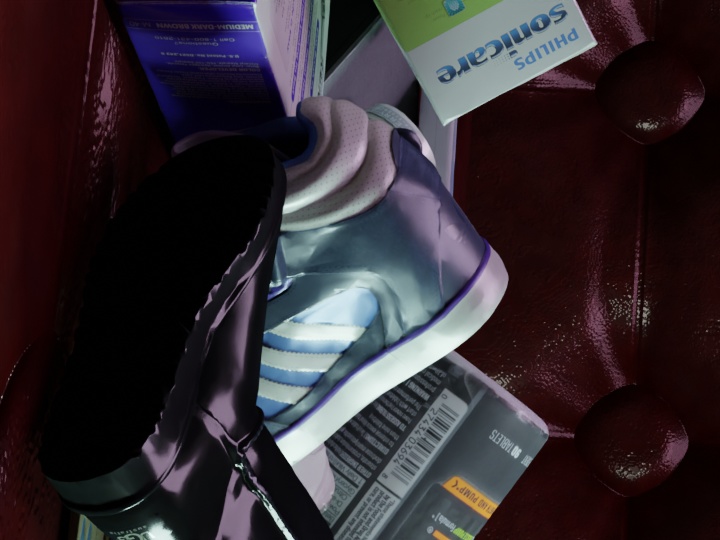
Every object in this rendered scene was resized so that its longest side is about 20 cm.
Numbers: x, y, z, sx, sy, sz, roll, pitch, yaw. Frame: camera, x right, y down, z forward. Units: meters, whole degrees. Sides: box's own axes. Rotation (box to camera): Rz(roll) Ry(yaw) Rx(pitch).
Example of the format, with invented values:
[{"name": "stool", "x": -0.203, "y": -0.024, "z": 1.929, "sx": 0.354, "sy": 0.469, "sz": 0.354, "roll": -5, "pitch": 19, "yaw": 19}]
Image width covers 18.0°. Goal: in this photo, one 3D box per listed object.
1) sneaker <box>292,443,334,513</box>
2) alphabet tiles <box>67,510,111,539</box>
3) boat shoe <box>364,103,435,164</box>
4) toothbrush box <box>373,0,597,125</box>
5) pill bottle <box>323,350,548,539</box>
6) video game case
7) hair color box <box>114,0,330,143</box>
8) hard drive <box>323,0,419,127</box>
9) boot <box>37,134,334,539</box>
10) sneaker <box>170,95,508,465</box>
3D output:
[{"name": "sneaker", "x": -0.055, "y": 0.058, "z": 1.140, "sx": 0.200, "sy": 0.074, "sz": 0.087, "roll": -95, "pitch": 176, "yaw": -59}, {"name": "alphabet tiles", "x": -0.108, "y": 0.176, "z": 0.943, "sx": 0.166, "sy": 0.006, "sz": 0.201, "roll": 73, "pitch": 21, "yaw": -74}, {"name": "boat shoe", "x": 0.000, "y": 0.000, "z": 1.225, "sx": 0.068, "sy": 0.072, "sz": 0.200, "roll": -36, "pitch": 154, "yaw": -28}, {"name": "toothbrush box", "x": 0.019, "y": -0.190, "z": 1.064, "sx": 0.200, "sy": 0.086, "sz": 0.146, "roll": 62, "pitch": 3, "yaw": -23}, {"name": "pill bottle", "x": 0.001, "y": 0.133, "z": 1.201, "sx": 0.200, "sy": 0.106, "sz": 0.106, "roll": -53, "pitch": 172, "yaw": -1}, {"name": "video game case", "x": 0.047, "y": -0.093, "z": 1.341, "sx": 0.182, "sy": 0.022, "sz": 0.201, "roll": 87, "pitch": 7, "yaw": -68}, {"name": "hair color box", "x": -0.056, "y": -0.121, "z": 1.002, "sx": 0.200, "sy": 0.065, "sz": 0.110, "roll": 71, "pitch": 22, "yaw": -68}, {"name": "hard drive", "x": -0.016, "y": -0.065, "z": 1.240, "sx": 0.140, "sy": 0.033, "sz": 0.200, "roll": -51, "pitch": 160, "yaw": -27}, {"name": "boot", "x": -0.051, "y": 0.067, "z": 0.909, "sx": 0.163, "sy": 0.073, "sz": 0.199, "roll": 61, "pitch": 33, "yaw": -40}, {"name": "sneaker", "x": -0.049, "y": 0.003, "z": 1.005, "sx": 0.146, "sy": 0.200, "sz": 0.081, "roll": 45, "pitch": 27, "yaw": -23}]
